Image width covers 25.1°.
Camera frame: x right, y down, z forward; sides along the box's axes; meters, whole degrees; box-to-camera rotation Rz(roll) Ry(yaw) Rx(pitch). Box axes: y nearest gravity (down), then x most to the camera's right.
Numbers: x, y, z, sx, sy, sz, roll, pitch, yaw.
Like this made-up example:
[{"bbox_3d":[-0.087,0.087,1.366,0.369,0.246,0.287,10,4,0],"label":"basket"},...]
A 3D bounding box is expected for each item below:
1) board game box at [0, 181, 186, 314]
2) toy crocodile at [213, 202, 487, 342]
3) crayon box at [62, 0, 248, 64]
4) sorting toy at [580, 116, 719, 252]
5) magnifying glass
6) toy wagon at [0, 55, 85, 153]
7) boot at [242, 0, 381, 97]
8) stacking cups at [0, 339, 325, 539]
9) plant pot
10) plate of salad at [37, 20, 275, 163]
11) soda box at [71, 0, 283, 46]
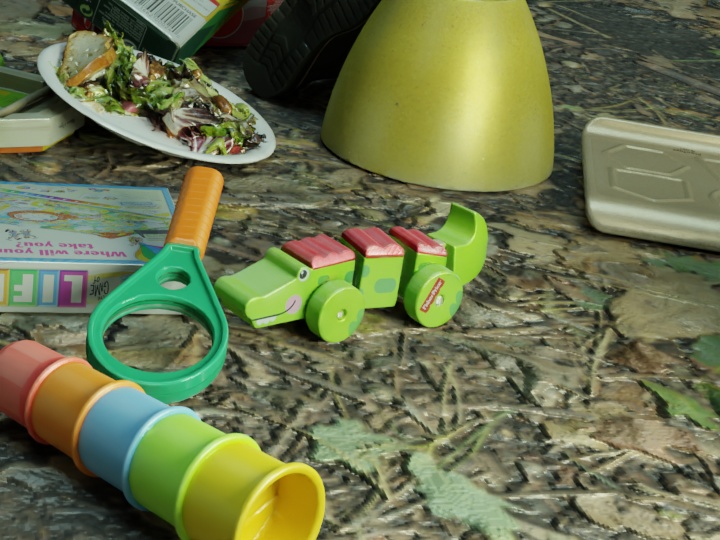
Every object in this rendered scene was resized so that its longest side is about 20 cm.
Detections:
[{"bbox_3d":[-0.210,-0.017,1.016,0.198,0.035,0.135,2,23,-16],"label":"board game box"},{"bbox_3d":[0.000,0.000,1.015,0.199,0.062,0.067,-8,27,-34],"label":"toy crocodile"},{"bbox_3d":[-0.168,-0.278,1.494,0.127,0.051,0.200,37,50,3],"label":"crayon box"},{"bbox_3d":[0.269,-0.062,1.307,0.183,0.037,0.200,10,27,3],"label":"sorting toy"},{"bbox_3d":[-0.109,0.004,0.951,0.079,0.023,0.201,8,41,0],"label":"magnifying glass"},{"bbox_3d":[-0.318,-0.139,1.266,0.198,0.040,0.155,13,22,12],"label":"toy wagon"},{"bbox_3d":[-0.002,-0.235,1.432,0.138,0.200,0.078,-15,74,-50],"label":"boot"},{"bbox_3d":[-0.108,0.089,0.786,0.199,0.061,0.060,20,24,38],"label":"stacking cups"},{"bbox_3d":[0.073,-0.167,1.338,0.198,0.143,0.200,7,23,-3],"label":"plant pot"},{"bbox_3d":[-0.156,-0.143,1.279,0.199,0.048,0.200,21,22,-9],"label":"plate of salad"},{"bbox_3d":[-0.175,-0.256,1.567,0.198,0.064,0.070,-3,26,-28],"label":"soda box"}]
